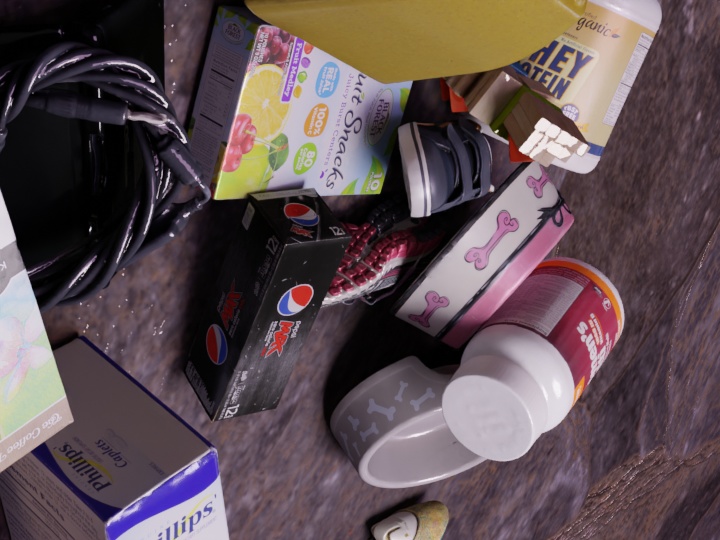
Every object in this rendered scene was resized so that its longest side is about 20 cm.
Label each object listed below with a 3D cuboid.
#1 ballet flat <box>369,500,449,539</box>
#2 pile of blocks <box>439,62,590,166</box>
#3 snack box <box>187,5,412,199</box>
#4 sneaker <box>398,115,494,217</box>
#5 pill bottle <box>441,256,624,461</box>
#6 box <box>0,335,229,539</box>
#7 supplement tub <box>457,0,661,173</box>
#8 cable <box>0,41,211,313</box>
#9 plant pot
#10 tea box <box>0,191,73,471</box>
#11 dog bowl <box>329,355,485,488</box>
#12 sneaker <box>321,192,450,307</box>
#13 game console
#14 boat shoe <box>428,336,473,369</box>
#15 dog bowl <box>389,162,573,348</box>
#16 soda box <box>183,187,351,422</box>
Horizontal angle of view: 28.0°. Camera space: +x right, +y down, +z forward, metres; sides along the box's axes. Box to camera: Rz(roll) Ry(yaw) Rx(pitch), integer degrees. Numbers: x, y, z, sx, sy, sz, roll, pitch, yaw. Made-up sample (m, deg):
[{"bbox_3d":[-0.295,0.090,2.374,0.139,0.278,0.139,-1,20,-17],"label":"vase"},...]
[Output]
[{"bbox_3d":[0.019,0.311,1.551,0.200,0.070,0.071,-45,142,-19],"label":"ballet flat"},{"bbox_3d":[0.112,-0.149,1.236,0.082,0.201,0.062,11,126,-51],"label":"pile of blocks"},{"bbox_3d":[-0.045,-0.134,1.172,0.199,0.053,0.143,-5,119,-49],"label":"snack box"},{"bbox_3d":[0.074,-0.093,1.238,0.200,0.079,0.079,-70,152,-80],"label":"sneaker"},{"bbox_3d":[0.158,0.080,1.320,0.200,0.109,0.110,-45,145,-46],"label":"pill bottle"},{"bbox_3d":[-0.191,0.187,1.111,0.105,0.183,0.201,-31,136,-31],"label":"box"},{"bbox_3d":[0.187,-0.206,1.319,0.144,0.144,0.202,10,107,-52],"label":"supplement tub"},{"bbox_3d":[-0.208,-0.056,0.953,0.199,0.051,0.164,-27,124,4],"label":"cable"},{"bbox_3d":[0.065,-0.255,1.052,0.194,0.199,0.198,18,80,-53],"label":"plant pot"},{"bbox_3d":[-0.295,0.013,0.854,0.133,0.199,0.198,-36,137,-28],"label":"tea box"},{"bbox_3d":[0.072,0.148,1.419,0.198,0.059,0.201,-16,151,-9],"label":"dog bowl"},{"bbox_3d":[0.000,0.000,1.298,0.199,0.081,0.075,-21,143,-37],"label":"sneaker"},{"bbox_3d":[-0.221,-0.096,1.021,0.176,0.115,0.202,-61,159,-56],"label":"game console"},{"bbox_3d":[0.120,0.093,1.520,0.199,0.073,0.066,-11,98,-36],"label":"boat shoe"},{"bbox_3d":[0.119,-0.011,1.350,0.200,0.074,0.200,-48,178,-3],"label":"dog bowl"},{"bbox_3d":[-0.080,0.030,1.189,0.070,0.063,0.201,-8,137,-38],"label":"soda box"}]
